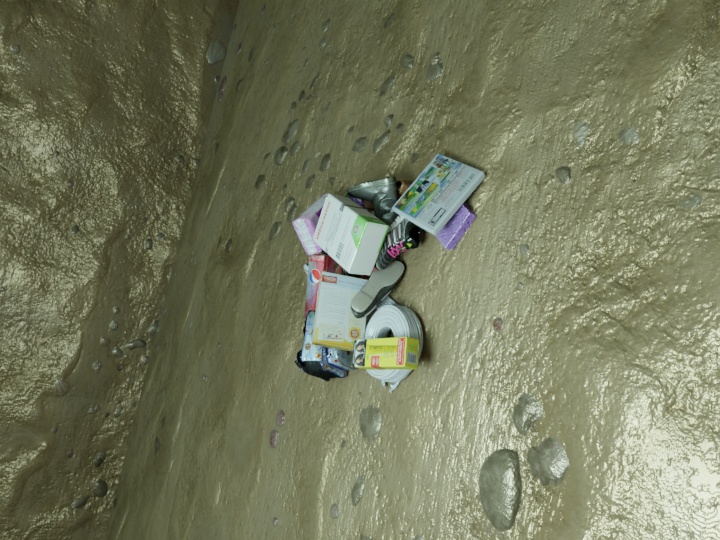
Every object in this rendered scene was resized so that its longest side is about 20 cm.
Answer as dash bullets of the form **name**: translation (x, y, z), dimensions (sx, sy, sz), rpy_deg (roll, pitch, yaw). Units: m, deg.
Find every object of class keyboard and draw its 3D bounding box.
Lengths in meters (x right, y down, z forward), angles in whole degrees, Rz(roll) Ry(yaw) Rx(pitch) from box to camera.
- **keyboard**: translation (0.057, 0.089, 1.598), dimensions (0.200, 0.011, 0.057), rpy_deg (40, 109, 53)

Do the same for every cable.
- **cable**: translation (0.080, 0.192, 1.470), dimensions (0.200, 0.068, 0.202), rpy_deg (-49, 44, 31)

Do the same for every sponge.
- **sponge**: translation (0.218, -0.157, 1.458), dimensions (0.112, 0.029, 0.201), rpy_deg (-56, 38, 24)

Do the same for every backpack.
- **backpack**: translation (-0.092, 0.208, 1.610), dimensions (0.151, 0.200, 0.194), rpy_deg (-11, 66, 16)

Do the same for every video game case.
- **video game case**: translation (0.199, -0.201, 1.436), dimensions (0.201, 0.022, 0.182), rpy_deg (-49, 42, -3)

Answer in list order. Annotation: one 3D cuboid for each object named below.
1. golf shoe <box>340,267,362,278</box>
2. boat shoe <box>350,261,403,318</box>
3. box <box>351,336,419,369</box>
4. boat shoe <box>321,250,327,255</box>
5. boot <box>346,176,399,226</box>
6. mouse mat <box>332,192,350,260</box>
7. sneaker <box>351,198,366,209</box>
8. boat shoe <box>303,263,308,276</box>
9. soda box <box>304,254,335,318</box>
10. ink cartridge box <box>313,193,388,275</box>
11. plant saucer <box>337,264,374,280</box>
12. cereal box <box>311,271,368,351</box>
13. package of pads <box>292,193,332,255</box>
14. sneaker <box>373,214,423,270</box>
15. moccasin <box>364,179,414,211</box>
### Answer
- **golf shoe**: translation (-0.018, -0.048, 1.634), dimensions (0.088, 0.076, 0.204), rpy_deg (10, 79, 62)
- **boat shoe**: translation (0.045, 0.052, 1.523), dimensions (0.066, 0.200, 0.057), rpy_deg (37, 154, 20)
- **box**: translation (0.060, 0.210, 1.392), dimensions (0.198, 0.050, 0.077), rpy_deg (-10, 69, 48)
- **boat shoe**: translation (-0.107, -0.077, 1.841), dimensions (0.200, 0.065, 0.058), rpy_deg (-122, 38, -62)
- **boot**: translation (0.049, -0.154, 1.585), dimensions (0.179, 0.072, 0.204), rpy_deg (-4, 103, 38)
- **mouse mat**: translation (-0.059, -0.127, 1.656), dimensions (0.200, 0.007, 0.164), rpy_deg (150, 118, -68)
- **sneaker**: translation (-0.026, -0.181, 1.735), dimensions (0.079, 0.084, 0.203), rpy_deg (-18, 47, 27)
- **boat shoe**: translation (-0.142, 0.040, 1.847), dimensions (0.199, 0.070, 0.071), rpy_deg (36, 103, 47)
- **soda box**: translation (-0.126, 0.054, 1.735), dimensions (0.062, 0.070, 0.204), rpy_deg (1, 83, 32)
- **ink cartridge box**: translation (-0.031, -0.100, 1.499), dimensions (0.200, 0.083, 0.148), rpy_deg (41, 117, 45)
- **plant saucer**: translation (0.000, 0.000, 1.678), dimensions (0.198, 0.036, 0.204), rpy_deg (-22, 53, 48)
- **cereal box**: translation (-0.053, 0.114, 1.531), dimensions (0.040, 0.141, 0.204), rpy_deg (133, 146, -66)
- **package of pads**: translation (-0.129, -0.151, 1.772), dimensions (0.074, 0.122, 0.200), rpy_deg (-7, 27, 31)
- **sneaker**: translation (0.107, -0.077, 1.481), dimensions (0.201, 0.074, 0.087), rpy_deg (-51, 46, -1)
- **moccasin**: translation (0.076, -0.222, 1.639), dimensions (0.200, 0.077, 0.075), rpy_deg (-6, 72, 53)
